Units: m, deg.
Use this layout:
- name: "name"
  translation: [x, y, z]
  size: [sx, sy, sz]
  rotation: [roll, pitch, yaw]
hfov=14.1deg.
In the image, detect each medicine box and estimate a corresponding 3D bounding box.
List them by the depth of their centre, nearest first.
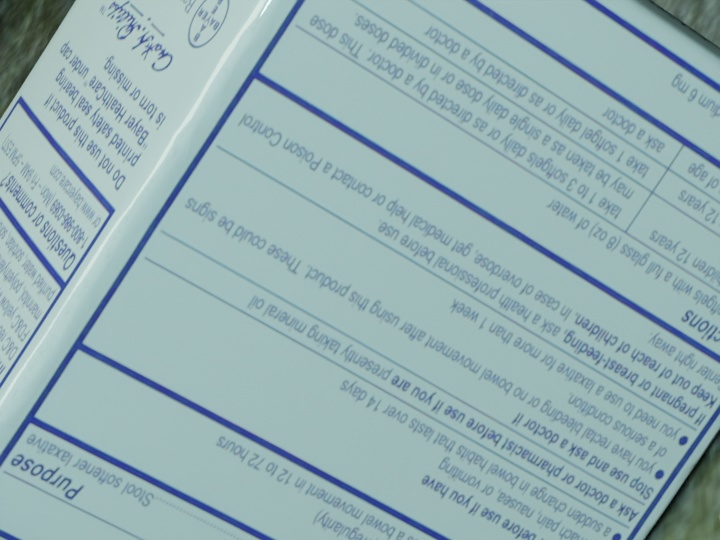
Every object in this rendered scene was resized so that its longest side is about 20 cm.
- name: "medicine box"
  translation: [0.000, 0.000, 0.759]
  size: [0.200, 0.182, 0.103]
  rotation: [-56, 30, 7]
